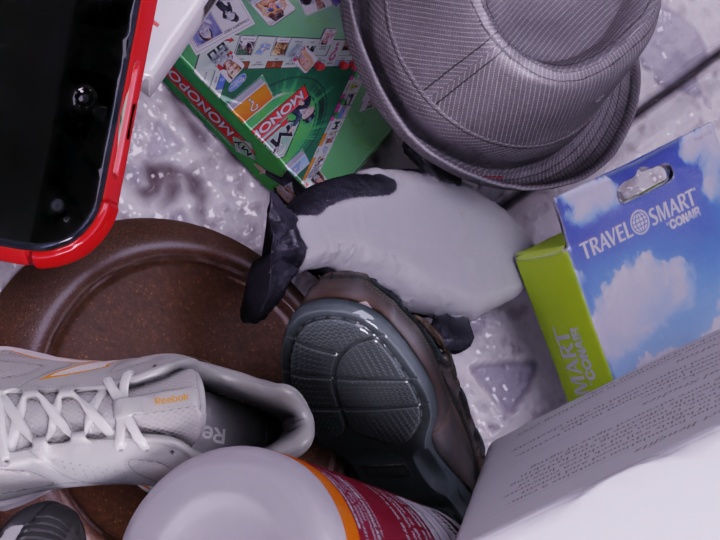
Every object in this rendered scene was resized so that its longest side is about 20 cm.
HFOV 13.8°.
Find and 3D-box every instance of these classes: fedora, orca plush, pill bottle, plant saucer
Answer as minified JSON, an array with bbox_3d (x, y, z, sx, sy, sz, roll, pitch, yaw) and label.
[{"bbox_3d":[0.084,-0.134,1.431,0.177,0.090,0.200,54,48,-2],"label":"fedora"},{"bbox_3d":[0.000,0.000,1.410,0.200,0.071,0.105,-21,92,-53],"label":"orca plush"},{"bbox_3d":[-0.010,0.149,1.304,0.200,0.113,0.113,27,60,-56],"label":"pill bottle"},{"bbox_3d":[-0.083,0.069,1.371,0.200,0.034,0.201,8,73,-27],"label":"plant saucer"}]

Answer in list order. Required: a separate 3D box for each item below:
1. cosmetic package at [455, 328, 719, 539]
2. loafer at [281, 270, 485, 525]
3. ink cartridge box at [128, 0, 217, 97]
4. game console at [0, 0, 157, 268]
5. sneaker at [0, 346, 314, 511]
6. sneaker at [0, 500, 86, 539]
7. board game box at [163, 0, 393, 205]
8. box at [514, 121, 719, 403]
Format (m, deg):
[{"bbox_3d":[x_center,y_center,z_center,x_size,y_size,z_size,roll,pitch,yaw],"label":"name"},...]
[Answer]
[{"bbox_3d":[0.156,0.136,1.329,0.167,0.200,0.166,-26,96,12],"label":"cosmetic package"},{"bbox_3d":[0.015,0.058,1.366,0.200,0.072,0.063,67,32,-48],"label":"loafer"},{"bbox_3d":[-0.110,-0.163,1.366,0.116,0.067,0.200,35,85,-1],"label":"ink cartridge box"},{"bbox_3d":[-0.181,-0.110,1.314,0.177,0.031,0.200,10,86,2],"label":"game console"},{"bbox_3d":[-0.113,0.062,1.284,0.200,0.092,0.076,0,75,-28],"label":"sneaker"},{"bbox_3d":[-0.119,0.183,1.216,0.066,0.090,0.200,64,27,-48],"label":"sneaker"},{"bbox_3d":[-0.012,-0.139,1.468,0.135,0.029,0.200,46,60,-10],"label":"board game box"},{"bbox_3d":[0.155,0.041,1.472,0.122,0.048,0.200,-26,100,-36],"label":"box"}]
